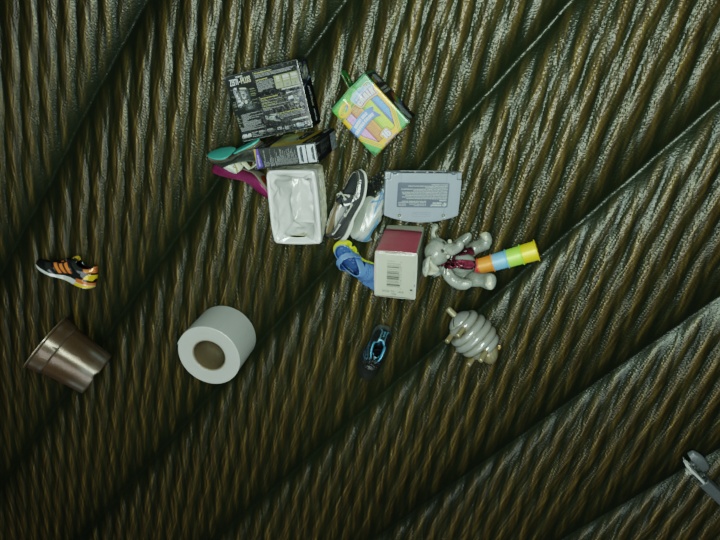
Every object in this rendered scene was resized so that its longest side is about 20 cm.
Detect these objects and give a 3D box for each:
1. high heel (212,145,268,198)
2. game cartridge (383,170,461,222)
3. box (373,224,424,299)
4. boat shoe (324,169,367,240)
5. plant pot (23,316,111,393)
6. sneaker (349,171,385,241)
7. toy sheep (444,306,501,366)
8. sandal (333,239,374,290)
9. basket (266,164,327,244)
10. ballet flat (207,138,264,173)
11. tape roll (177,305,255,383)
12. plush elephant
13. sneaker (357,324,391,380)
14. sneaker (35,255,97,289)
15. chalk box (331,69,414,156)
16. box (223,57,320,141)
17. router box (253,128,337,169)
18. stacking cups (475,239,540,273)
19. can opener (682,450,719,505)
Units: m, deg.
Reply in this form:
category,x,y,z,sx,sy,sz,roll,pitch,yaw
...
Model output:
category,x,y,z,sx,sy,sz,roll,pitch,yaw
high heel,-0.315,-0.243,1.490,0.200,0.067,0.096,47,111,3
game cartridge,0.159,-0.192,1.405,0.199,0.042,0.134,0,118,-5
box,0.105,-0.027,1.420,0.108,0.200,0.129,4,114,10
boat shoe,-0.042,-0.176,1.442,0.060,0.074,0.201,7,115,-38
plant pot,-0.959,0.291,1.798,0.198,0.201,0.200,39,115,-16
sneaker,0.035,-0.171,1.455,0.072,0.072,0.201,9,113,-39
toy sheep,0.310,0.180,1.508,0.138,0.138,0.200,-38,95,23
sandal,0.000,0.000,1.519,0.200,0.087,0.080,34,114,-6
basket,-0.162,-0.184,1.451,0.135,0.123,0.201,2,114,11
ballet flat,-0.319,-0.289,1.406,0.199,0.068,0.069,0,129,38
tape roll,-0.442,0.229,1.680,0.202,0.139,0.204,5,114,11
plush elephant,0.236,-0.039,1.405,0.199,0.166,0.155,-10,151,35
sneaker,0.034,0.258,1.625,0.073,0.082,0.201,18,117,1
sneaker,-0.929,-0.014,1.723,0.199,0.070,0.090,22,101,1
chalk box,0.017,-0.401,1.319,0.200,0.125,0.124,45,114,-8
box,-0.221,-0.433,1.374,0.199,0.086,0.165,-8,111,15
router box,-0.157,-0.307,1.353,0.156,0.200,0.052,-4,113,13
stacking cups,0.372,-0.026,1.442,0.199,0.061,0.061,-17,109,18
can opener,1.022,0.617,1.592,0.066,0.053,0.200,-39,101,23
